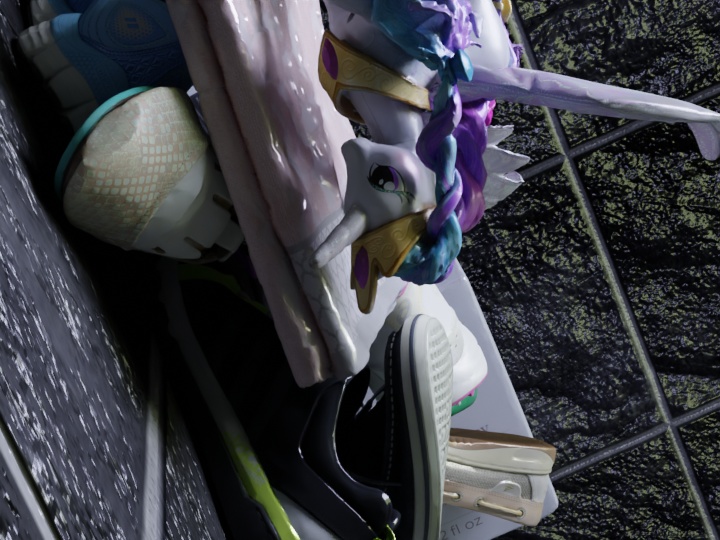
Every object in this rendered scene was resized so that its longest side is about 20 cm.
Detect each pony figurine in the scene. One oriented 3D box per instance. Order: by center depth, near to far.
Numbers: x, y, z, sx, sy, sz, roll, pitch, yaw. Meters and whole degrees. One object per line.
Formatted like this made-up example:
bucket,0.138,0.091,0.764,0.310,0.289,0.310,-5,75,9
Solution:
pony figurine,0.036,-0.086,0.755,0.192,0.166,0.202,-4,79,-43

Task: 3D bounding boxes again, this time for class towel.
towel,-0.027,-0.059,0.801,0.200,0.032,0.193,-51,124,-78

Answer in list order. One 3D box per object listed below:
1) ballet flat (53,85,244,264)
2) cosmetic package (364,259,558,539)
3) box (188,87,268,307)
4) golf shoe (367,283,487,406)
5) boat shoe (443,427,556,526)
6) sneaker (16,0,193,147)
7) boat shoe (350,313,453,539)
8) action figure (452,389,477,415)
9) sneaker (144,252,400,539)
ballet flat,-0.074,-0.033,0.754,0.062,0.068,0.200,36,2,2
cosmetic package,0.020,0.090,1.337,0.167,0.166,0.201,-114,180,-66
box,-0.070,-0.018,0.989,0.143,0.036,0.201,52,-15,28
golf shoe,0.000,0.000,1.001,0.200,0.075,0.092,43,-17,53
boat shoe,0.034,0.136,1.224,0.072,0.198,0.066,-160,-101,-70
sneaker,-0.099,-0.104,0.841,0.200,0.089,0.079,-113,179,-69
boat shoe,0.012,0.098,0.891,0.201,0.062,0.075,95,4,-48
action figure,-0.002,0.110,1.027,0.054,0.119,0.200,27,19,16
sneaker,-0.036,0.055,0.840,0.072,0.082,0.201,68,-1,-64
